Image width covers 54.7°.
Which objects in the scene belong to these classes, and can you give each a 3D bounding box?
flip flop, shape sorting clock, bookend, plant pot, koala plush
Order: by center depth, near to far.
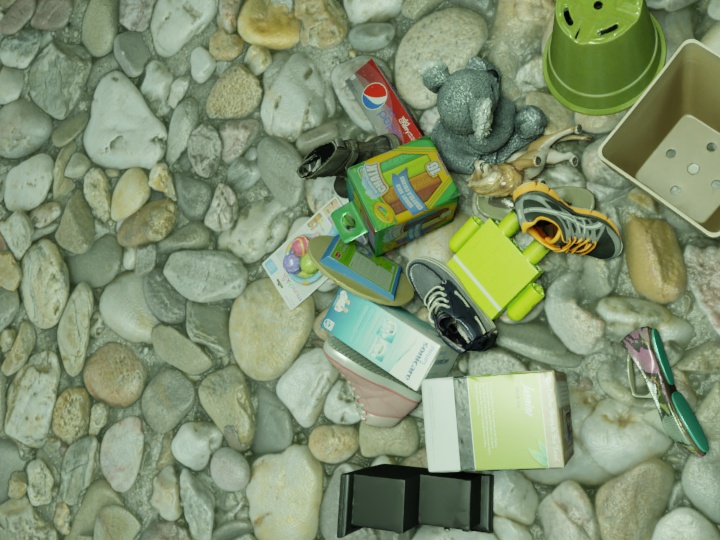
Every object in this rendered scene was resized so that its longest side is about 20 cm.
[{"bbox_3d":[0.489,-0.168,1.011,0.199,0.177,0.201,42,99,22],"label":"plant pot"},{"bbox_3d":[0.092,0.363,1.081,0.197,0.198,0.094,0,80,21],"label":"bookend"},{"bbox_3d":[0.372,-0.369,1.082,0.197,0.190,0.204,-3,82,22],"label":"plant pot"},{"bbox_3d":[0.180,-0.258,1.136,0.184,0.200,0.178,-44,70,10],"label":"koala plush"},{"bbox_3d":[0.284,-0.110,1.149,0.197,0.057,0.082,11,86,23],"label":"flip flop"},{"bbox_3d":[0.000,0.000,1.174,0.200,0.199,0.039,41,113,21],"label":"shape sorting clock"}]

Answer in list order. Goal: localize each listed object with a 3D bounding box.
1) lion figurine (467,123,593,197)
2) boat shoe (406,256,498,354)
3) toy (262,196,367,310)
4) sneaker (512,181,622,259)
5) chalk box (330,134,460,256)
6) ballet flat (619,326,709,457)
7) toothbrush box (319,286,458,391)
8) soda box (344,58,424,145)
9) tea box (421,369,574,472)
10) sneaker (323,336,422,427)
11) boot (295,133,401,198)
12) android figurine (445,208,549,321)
[{"bbox_3d":[0.277,-0.176,1.139,0.122,0.198,0.073,2,116,59],"label":"lion figurine"},{"bbox_3d":[0.134,0.052,1.131,0.200,0.092,0.075,45,113,22],"label":"boat shoe"},{"bbox_3d":[-0.095,-0.035,1.295,0.199,0.047,0.116,-40,69,11],"label":"toy"},{"bbox_3d":[0.318,-0.059,1.079,0.198,0.078,0.078,23,52,-13],"label":"sneaker"},{"bbox_3d":[0.049,-0.115,1.174,0.198,0.124,0.126,-25,73,-8],"label":"chalk box"},{"bbox_3d":[0.447,0.186,1.044,0.071,0.069,0.203,-31,67,34],"label":"ballet flat"},{"bbox_3d":[0.054,0.110,1.162,0.198,0.146,0.086,30,96,21],"label":"toothbrush box"},{"bbox_3d":[0.053,-0.280,1.263,0.070,0.063,0.202,-34,72,15],"label":"soda box"},{"bbox_3d":[0.213,0.225,1.053,0.194,0.200,0.136,-7,79,19],"label":"tea box"},{"bbox_3d":[0.003,0.198,1.170,0.199,0.076,0.105,32,107,-18],"label":"sneaker"},{"bbox_3d":[-0.040,-0.180,1.198,0.200,0.173,0.070,-37,73,48],"label":"boot"},{"bbox_3d":[0.217,0.001,1.154,0.182,0.041,0.201,49,116,21],"label":"android figurine"}]
